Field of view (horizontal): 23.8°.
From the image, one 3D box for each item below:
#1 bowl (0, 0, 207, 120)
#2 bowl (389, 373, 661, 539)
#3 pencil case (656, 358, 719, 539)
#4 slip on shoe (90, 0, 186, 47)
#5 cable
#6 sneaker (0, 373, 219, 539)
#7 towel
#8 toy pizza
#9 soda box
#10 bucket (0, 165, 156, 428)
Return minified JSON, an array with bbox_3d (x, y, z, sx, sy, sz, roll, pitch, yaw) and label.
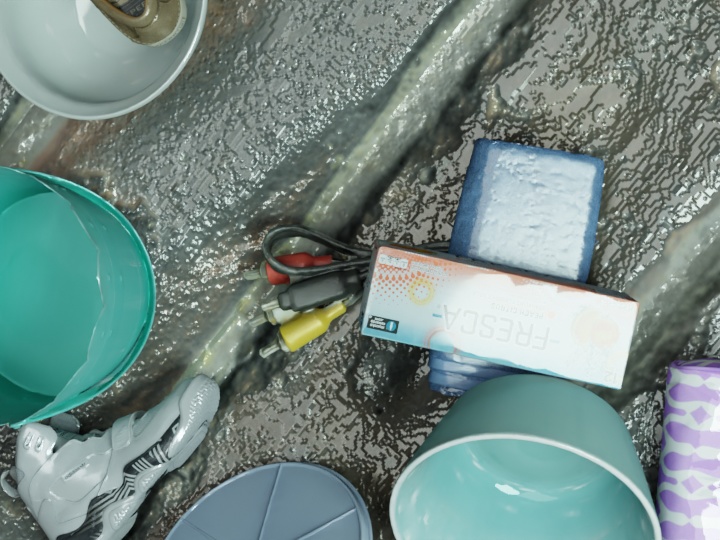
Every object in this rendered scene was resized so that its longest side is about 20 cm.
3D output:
[{"bbox_3d":[-0.203,-0.220,1.382,0.198,0.090,0.204,0,90,14],"label":"bowl"},{"bbox_3d":[0.127,0.153,1.263,0.198,0.106,0.202,8,134,9],"label":"bowl"},{"bbox_3d":[0.263,0.161,1.268,0.084,0.084,0.203,5,93,-9],"label":"pencil case"},{"bbox_3d":[-0.210,-0.257,1.306,0.076,0.061,0.201,-37,81,12],"label":"slip on shoe"},{"bbox_3d":[0.000,0.000,1.364,0.198,0.050,0.098,-14,79,2],"label":"cable"},{"bbox_3d":[-0.208,0.140,1.389,0.115,0.075,0.200,41,103,8],"label":"sneaker"},{"bbox_3d":[0.119,0.003,1.310,0.110,0.049,0.203,11,96,-4],"label":"towel"},{"bbox_3d":[-0.078,0.237,1.329,0.198,0.032,0.202,-18,42,17],"label":"toy pizza"},{"bbox_3d":[0.100,0.031,1.256,0.198,0.064,0.069,13,96,-2],"label":"soda box"},{"bbox_3d":[-0.271,0.019,1.376,0.205,0.135,0.210,0,91,15],"label":"bucket"}]
